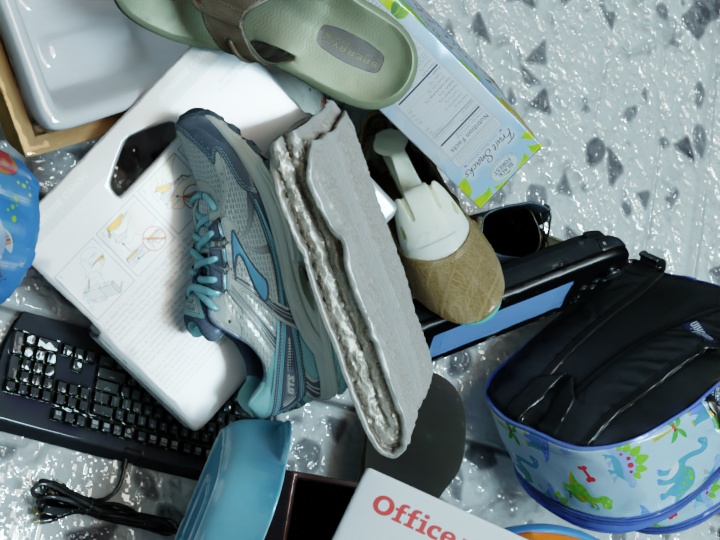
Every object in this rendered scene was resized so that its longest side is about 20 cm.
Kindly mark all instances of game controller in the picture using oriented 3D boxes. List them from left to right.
[{"bbox_3d":[0.095,0.028,1.118,0.198,0.105,0.042,-20,65,-10],"label":"game controller"}]

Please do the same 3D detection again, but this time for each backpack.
[{"bbox_3d":[0.207,0.106,1.167,0.199,0.182,0.148,-32,121,-25],"label":"backpack"}]

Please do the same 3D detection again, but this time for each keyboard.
[{"bbox_3d":[-0.147,0.110,1.018,0.198,0.021,0.129,18,71,-30],"label":"keyboard"}]

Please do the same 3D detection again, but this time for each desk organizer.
[{"bbox_3d":[-0.051,0.230,1.016,0.071,0.077,0.202,15,79,-31],"label":"desk organizer"}]

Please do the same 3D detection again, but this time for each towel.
[{"bbox_3d":[0.000,0.000,0.963,0.133,0.034,0.202,-55,127,-71],"label":"towel"}]

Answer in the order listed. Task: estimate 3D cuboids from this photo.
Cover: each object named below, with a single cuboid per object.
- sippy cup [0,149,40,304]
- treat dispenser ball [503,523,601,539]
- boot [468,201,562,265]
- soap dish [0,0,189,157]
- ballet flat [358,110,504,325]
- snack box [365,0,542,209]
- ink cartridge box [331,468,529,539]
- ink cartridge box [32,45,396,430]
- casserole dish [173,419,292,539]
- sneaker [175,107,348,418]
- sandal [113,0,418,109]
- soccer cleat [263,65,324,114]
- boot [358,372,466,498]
[{"bbox_3d":[-0.260,-0.033,0.907,0.130,0.139,0.179,17,103,-41],"label":"sippy cup"},{"bbox_3d":[0.120,0.274,1.062,0.199,0.200,0.203,7,78,-33],"label":"treat dispenser ball"},{"bbox_3d":[0.126,-0.006,1.180,0.198,0.097,0.076,6,78,-33],"label":"boot"},{"bbox_3d":[-0.186,-0.184,1.007,0.156,0.081,0.202,-22,95,-35],"label":"soap dish"},{"bbox_3d":[0.040,-0.046,1.083,0.067,0.201,0.073,-23,133,0],"label":"ballet flat"},{"bbox_3d":[0.023,-0.154,1.092,0.200,0.169,0.068,41,102,-19],"label":"snack box"},{"bbox_3d":[0.027,0.239,0.930,0.145,0.084,0.201,22,71,13],"label":"ink cartridge box"},{"bbox_3d":[-0.102,-0.029,1.011,0.174,0.043,0.200,46,78,-15],"label":"ink cartridge box"},{"bbox_3d":[-0.094,0.177,0.960,0.038,0.121,0.202,20,107,-9],"label":"casserole dish"},{"bbox_3d":[-0.074,0.000,0.962,0.086,0.078,0.202,-27,101,-13],"label":"sneaker"},{"bbox_3d":[-0.053,-0.157,0.957,0.199,0.057,0.081,19,103,-13],"label":"sandal"},{"bbox_3d":[-0.045,-0.090,1.092,0.077,0.069,0.201,-32,97,-16],"label":"soccer cleat"},{"bbox_3d":[0.020,0.159,1.104,0.073,0.076,0.201,25,52,-7],"label":"boot"}]
